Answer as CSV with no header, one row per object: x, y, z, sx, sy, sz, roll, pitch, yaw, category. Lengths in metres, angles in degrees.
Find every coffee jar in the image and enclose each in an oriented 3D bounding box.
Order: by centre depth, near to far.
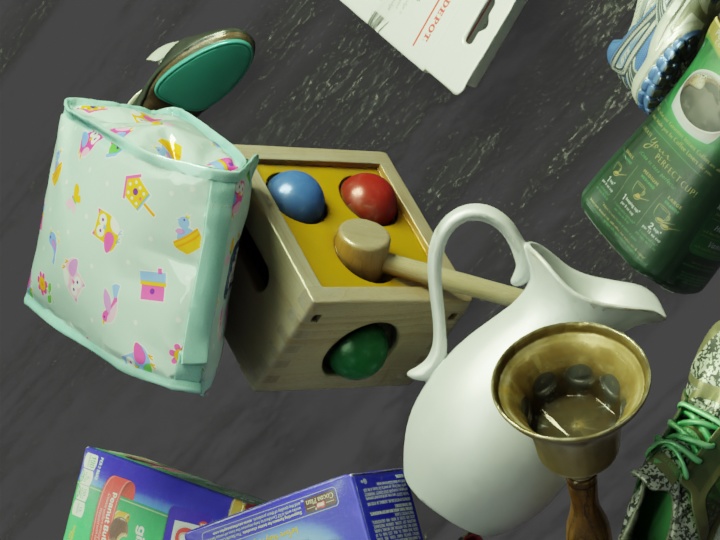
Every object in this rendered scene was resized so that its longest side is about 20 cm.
0.244,-0.089,1.372,0.201,0.085,0.105,-54,49,22,coffee jar

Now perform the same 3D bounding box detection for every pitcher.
0.094,0.069,1.435,0.171,0.121,0.201,32,103,4,pitcher

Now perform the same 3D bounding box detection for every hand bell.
0.150,0.142,1.371,0.103,0.201,0.105,-7,42,6,hand bell

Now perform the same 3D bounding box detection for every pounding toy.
0.000,0.000,1.526,0.143,0.183,0.201,-55,51,35,pounding toy

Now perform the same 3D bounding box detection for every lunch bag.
-0.146,-0.020,1.468,0.200,0.121,0.172,30,112,52,lunch bag

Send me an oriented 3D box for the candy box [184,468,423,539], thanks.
-0.024,0.261,1.462,0.168,0.077,0.202,-22,76,34,candy box

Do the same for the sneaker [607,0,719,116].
0.232,-0.208,1.415,0.085,0.077,0.201,45,111,41,sneaker

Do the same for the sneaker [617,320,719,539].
0.218,0.127,1.351,0.077,0.088,0.202,21,97,38,sneaker

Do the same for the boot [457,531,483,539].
0.034,0.236,1.507,0.150,0.073,0.201,-38,63,32,boot

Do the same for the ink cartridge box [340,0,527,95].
0.063,-0.222,1.569,0.200,0.066,0.116,45,111,38,ink cartridge box

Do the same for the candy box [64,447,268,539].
-0.156,0.251,1.661,0.199,0.077,0.171,12,88,41,candy box

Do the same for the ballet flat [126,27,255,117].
-0.167,-0.154,1.766,0.200,0.068,0.069,-45,43,27,ballet flat
